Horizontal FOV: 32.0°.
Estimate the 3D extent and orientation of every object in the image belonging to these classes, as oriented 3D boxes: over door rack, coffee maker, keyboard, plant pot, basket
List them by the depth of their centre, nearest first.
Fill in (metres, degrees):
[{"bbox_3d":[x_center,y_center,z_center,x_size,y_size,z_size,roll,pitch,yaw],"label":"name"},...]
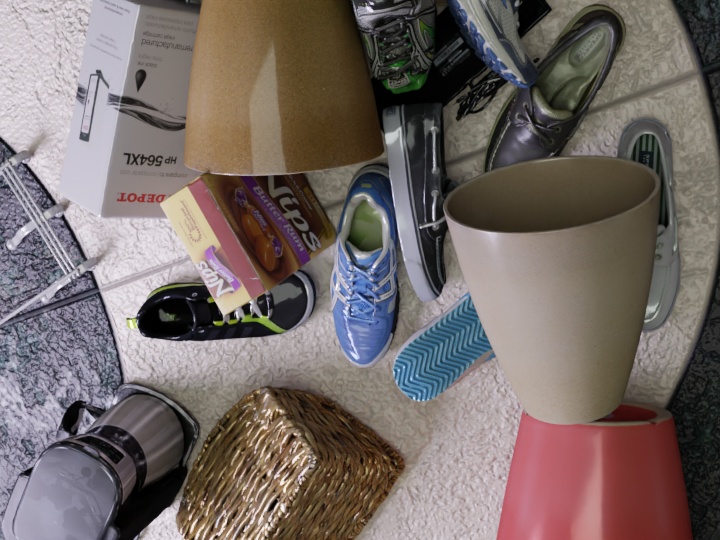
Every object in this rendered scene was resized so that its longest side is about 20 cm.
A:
[{"bbox_3d":[0.176,0.025,1.107,0.184,0.188,0.203,-3,113,15],"label":"plant pot"},{"bbox_3d":[-0.073,-0.202,1.126,0.183,0.186,0.203,1,104,14],"label":"plant pot"},{"bbox_3d":[0.220,0.219,1.174,0.197,0.200,0.181,1,92,14],"label":"plant pot"},{"bbox_3d":[0.097,-0.194,1.196,0.199,0.039,0.105,-40,67,20],"label":"keyboard"},{"bbox_3d":[-0.263,0.238,1.288,0.132,0.200,0.195,5,103,14],"label":"coffee maker"},{"bbox_3d":[-0.080,0.225,1.310,0.143,0.148,0.201,47,113,36],"label":"basket"},{"bbox_3d":[-0.397,-0.013,1.330,0.199,0.067,0.149,-33,92,-2],"label":"over door rack"}]

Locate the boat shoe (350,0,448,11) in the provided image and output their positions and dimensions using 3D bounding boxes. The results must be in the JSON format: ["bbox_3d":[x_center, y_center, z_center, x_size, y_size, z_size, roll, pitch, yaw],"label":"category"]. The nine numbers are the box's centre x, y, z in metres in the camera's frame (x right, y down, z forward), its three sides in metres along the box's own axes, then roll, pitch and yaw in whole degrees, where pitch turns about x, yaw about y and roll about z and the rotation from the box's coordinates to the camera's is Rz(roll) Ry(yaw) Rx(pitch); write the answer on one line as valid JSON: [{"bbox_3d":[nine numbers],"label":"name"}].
[{"bbox_3d":[0.052,-0.283,1.159,0.197,0.065,0.073,-6,90,18],"label":"boat shoe"}]

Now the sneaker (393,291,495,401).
[{"bbox_3d":[0.116,0.052,1.217,0.198,0.081,0.077,-30,92,-1],"label":"sneaker"}]

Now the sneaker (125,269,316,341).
[{"bbox_3d":[-0.142,0.046,1.276,0.197,0.083,0.073,-10,100,16],"label":"sneaker"}]

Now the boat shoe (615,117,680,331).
[{"bbox_3d":[0.257,-0.037,1.162,0.072,0.067,0.203,-3,101,15],"label":"boat shoe"}]

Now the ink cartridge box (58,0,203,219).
[{"bbox_3d":[-0.193,-0.155,1.205,0.084,0.145,0.203,27,110,42],"label":"ink cartridge box"}]

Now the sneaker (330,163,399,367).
[{"bbox_3d":[0.000,0.000,1.232,0.074,0.077,0.203,4,104,12],"label":"sneaker"}]

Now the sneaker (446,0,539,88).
[{"bbox_3d":[0.114,-0.256,1.101,0.085,0.077,0.201,-32,106,2],"label":"sneaker"}]

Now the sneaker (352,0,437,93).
[{"bbox_3d":[0.037,-0.209,1.102,0.077,0.200,0.087,-5,84,12],"label":"sneaker"}]

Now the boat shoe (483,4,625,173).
[{"bbox_3d":[0.173,-0.154,1.159,0.071,0.066,0.202,35,108,4],"label":"boat shoe"}]

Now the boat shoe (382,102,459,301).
[{"bbox_3d":[0.069,-0.064,1.193,0.067,0.074,0.202,-6,112,10],"label":"boat shoe"}]

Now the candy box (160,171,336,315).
[{"bbox_3d":[-0.098,-0.046,1.183,0.056,0.200,0.118,-28,95,22],"label":"candy box"}]

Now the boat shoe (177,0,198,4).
[{"bbox_3d":[-0.223,-0.207,1.253,0.070,0.064,0.202,28,107,7],"label":"boat shoe"}]
